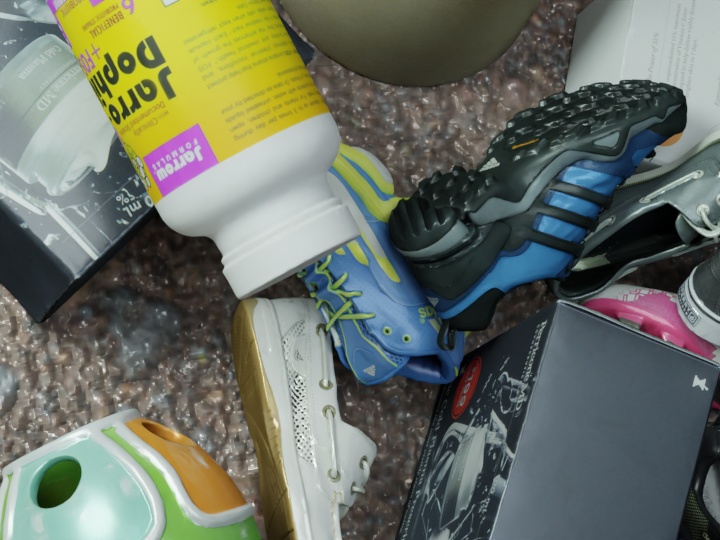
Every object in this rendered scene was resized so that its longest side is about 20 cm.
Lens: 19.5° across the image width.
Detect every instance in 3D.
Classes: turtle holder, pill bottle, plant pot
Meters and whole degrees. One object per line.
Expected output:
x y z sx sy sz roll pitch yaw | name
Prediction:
-0.142 0.157 1.130 0.141 0.185 0.132 -20 83 -53 | turtle holder
-0.078 -0.089 1.087 0.104 0.104 0.200 -28 89 -22 | pill bottle
0.058 -0.228 1.242 0.187 0.200 0.188 4 76 -17 | plant pot

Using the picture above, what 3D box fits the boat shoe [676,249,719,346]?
0.288 0.006 1.279 0.199 0.068 0.074 6 48 -27 | boat shoe

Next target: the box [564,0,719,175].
0.235 -0.094 1.321 0.200 0.097 0.125 15 73 -14 | box

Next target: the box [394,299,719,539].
0.096 0.140 1.172 0.104 0.182 0.200 22 70 -12 | box

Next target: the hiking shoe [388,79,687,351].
0.108 -0.041 1.205 0.200 0.074 0.087 -30 118 -16 | hiking shoe

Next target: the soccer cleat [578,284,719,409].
0.225 0.046 1.307 0.200 0.070 0.086 26 54 -13 | soccer cleat

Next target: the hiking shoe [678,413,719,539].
0.223 0.183 1.245 0.076 0.101 0.200 -16 82 -20 | hiking shoe

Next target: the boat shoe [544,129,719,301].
0.197 -0.031 1.232 0.200 0.073 0.062 -17 43 18 | boat shoe

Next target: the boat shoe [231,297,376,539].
-0.022 0.109 1.202 0.069 0.071 0.200 -7 78 -18 | boat shoe

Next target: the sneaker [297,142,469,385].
0.000 0.000 1.195 0.200 0.076 0.105 30 48 -33 | sneaker

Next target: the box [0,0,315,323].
-0.171 -0.114 1.184 0.197 0.124 0.200 46 68 -5 | box

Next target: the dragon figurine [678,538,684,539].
0.154 0.254 1.207 0.059 0.099 0.200 10 74 -15 | dragon figurine
